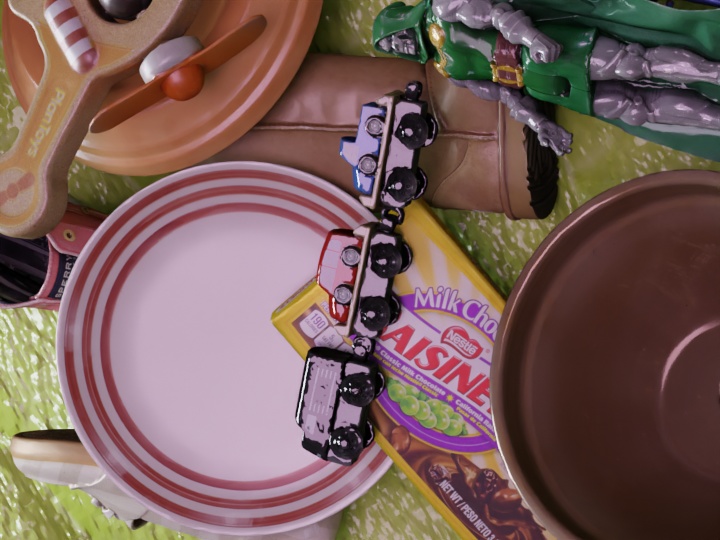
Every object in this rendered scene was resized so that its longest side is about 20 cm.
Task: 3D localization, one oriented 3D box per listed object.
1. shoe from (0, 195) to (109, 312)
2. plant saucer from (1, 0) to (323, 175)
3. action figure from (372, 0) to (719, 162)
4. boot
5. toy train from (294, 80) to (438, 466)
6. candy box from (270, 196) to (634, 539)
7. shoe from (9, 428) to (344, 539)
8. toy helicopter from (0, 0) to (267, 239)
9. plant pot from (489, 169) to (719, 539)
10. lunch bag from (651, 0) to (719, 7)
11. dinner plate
[{"bbox_3d":[-0.138,0.007,1.452,0.200,0.091,0.072,21,105,18],"label":"shoe"},{"bbox_3d":[-0.112,-0.151,1.412,0.200,0.037,0.201,-8,74,27],"label":"plant saucer"},{"bbox_3d":[0.098,-0.099,1.288,0.199,0.055,0.118,15,143,22],"label":"action figure"},{"bbox_3d":[0.000,-0.106,1.395,0.199,0.066,0.176,3,101,22],"label":"boot"},{"bbox_3d":[0.000,0.000,1.349,0.046,0.034,0.201,14,100,12],"label":"toy train"},{"bbox_3d":[0.055,0.066,1.386,0.102,0.026,0.200,-41,96,6],"label":"candy box"},{"bbox_3d":[-0.105,0.126,1.467,0.199,0.070,0.054,10,93,18],"label":"shoe"},{"bbox_3d":[-0.133,-0.103,1.360,0.132,0.079,0.200,31,103,23],"label":"toy helicopter"},{"bbox_3d":[0.172,0.057,1.321,0.200,0.093,0.202,-7,76,30],"label":"plant pot"},{"bbox_3d":[0.166,-0.217,1.282,0.135,0.132,0.201,18,104,1],"label":"lunch bag"},{"bbox_3d":[-0.062,0.041,1.412,0.199,0.024,0.201,0,96,1],"label":"dinner plate"}]
